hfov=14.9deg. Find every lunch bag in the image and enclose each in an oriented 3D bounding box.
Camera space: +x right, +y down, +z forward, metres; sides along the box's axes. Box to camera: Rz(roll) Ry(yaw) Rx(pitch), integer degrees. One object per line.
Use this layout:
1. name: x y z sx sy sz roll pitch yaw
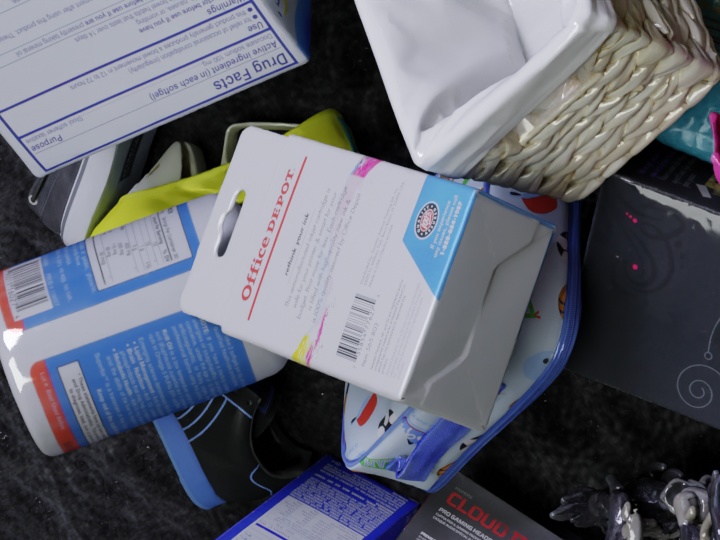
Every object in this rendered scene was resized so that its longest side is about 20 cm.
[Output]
1. lunch bag: 0.055 0.031 1.549 0.075 0.161 0.200 15 143 -19

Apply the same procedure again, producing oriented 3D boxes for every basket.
1. basket: 0.087 -0.149 1.456 0.135 0.123 0.201 -41 49 30

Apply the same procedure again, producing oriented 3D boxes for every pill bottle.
1. pill bottle: -0.106 0.023 1.581 0.199 0.112 0.113 -19 99 -2

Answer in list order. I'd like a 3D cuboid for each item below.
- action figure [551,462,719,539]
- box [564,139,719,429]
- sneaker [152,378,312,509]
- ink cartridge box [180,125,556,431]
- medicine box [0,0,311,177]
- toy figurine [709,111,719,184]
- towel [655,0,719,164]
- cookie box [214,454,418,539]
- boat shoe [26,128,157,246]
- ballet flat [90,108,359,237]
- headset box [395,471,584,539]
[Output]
1. action figure: 0.180 0.157 1.521 0.200 0.118 0.103 170 104 -68
2. box: 0.225 0.019 1.497 0.199 0.106 0.123 21 114 21
3. sneaker: -0.099 0.061 1.689 0.078 0.070 0.200 -15 125 22
4. ink cartridge box: 0.000 0.000 1.468 0.200 0.068 0.116 19 89 49
5. medicine box: -0.151 -0.177 1.517 0.181 0.103 0.200 -21 130 20
6. toy figurine: 0.253 -0.097 1.377 0.183 0.150 0.201 -21 108 26
7. towel: 0.253 -0.110 1.466 0.199 0.022 0.147 23 98 19
8. cookie box: -0.056 0.230 1.665 0.075 0.200 0.172 25 117 19
9. boat shoe: -0.157 -0.104 1.688 0.066 0.070 0.201 33 126 16
10. ballet flat: -0.086 -0.052 1.673 0.199 0.067 0.067 -16 78 29
11. headset box: 0.067 0.224 1.615 0.148 0.200 0.075 33 150 14
